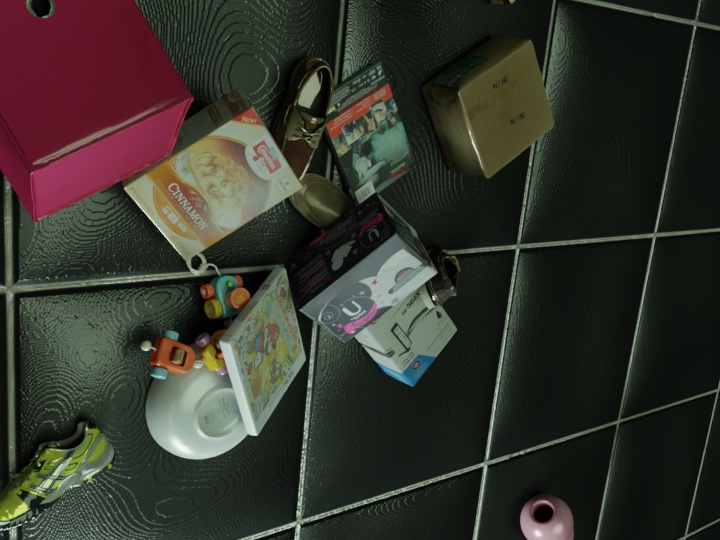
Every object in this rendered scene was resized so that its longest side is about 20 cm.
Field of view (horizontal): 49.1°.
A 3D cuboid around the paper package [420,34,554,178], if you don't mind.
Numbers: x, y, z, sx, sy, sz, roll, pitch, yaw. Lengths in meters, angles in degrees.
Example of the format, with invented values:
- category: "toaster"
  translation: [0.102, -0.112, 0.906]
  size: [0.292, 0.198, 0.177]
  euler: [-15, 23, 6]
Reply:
- category: "paper package"
  translation: [0.233, -0.295, 1.420]
  size: [0.200, 0.103, 0.191]
  euler: [-39, 123, -21]

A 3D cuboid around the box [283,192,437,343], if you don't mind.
- category: "box"
  translation: [0.000, 0.000, 1.273]
  size: [0.200, 0.115, 0.132]
  euler: [-37, 133, 14]

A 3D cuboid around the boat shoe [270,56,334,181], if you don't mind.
- category: "boat shoe"
  translation: [-0.089, -0.225, 1.199]
  size: [0.076, 0.072, 0.201]
  euler: [8, 103, -24]

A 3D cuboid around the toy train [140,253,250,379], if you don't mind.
- category: "toy train"
  translation: [-0.229, 0.077, 1.167]
  size: [0.150, 0.056, 0.201]
  euler: [35, 62, -39]

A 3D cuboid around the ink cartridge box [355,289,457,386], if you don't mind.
- category: "ink cartridge box"
  translation: [0.067, 0.089, 1.430]
  size: [0.146, 0.084, 0.200]
  euler: [-50, 129, -15]

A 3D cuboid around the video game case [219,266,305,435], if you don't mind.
- category: "video game case"
  translation: [-0.148, 0.126, 1.241]
  size: [0.182, 0.023, 0.200]
  euler: [-58, 147, -46]

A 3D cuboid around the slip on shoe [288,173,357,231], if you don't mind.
- category: "slip on shoe"
  translation: [-0.037, -0.090, 1.303]
  size: [0.076, 0.061, 0.200]
  euler: [-54, 129, -10]

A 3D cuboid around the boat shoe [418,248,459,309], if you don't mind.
- category: "boat shoe"
  translation: [0.148, 0.005, 1.409]
  size: [0.059, 0.200, 0.072]
  euler: [-23, 104, 19]

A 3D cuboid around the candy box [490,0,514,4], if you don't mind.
- category: "candy box"
  translation: [0.292, -0.579, 1.401]
  size: [0.200, 0.055, 0.116]
  euler: [-44, 127, -18]

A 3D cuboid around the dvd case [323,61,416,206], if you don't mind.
- category: "dvd case"
  translation: [0.010, -0.226, 1.321]
  size: [0.146, 0.022, 0.200]
  euler: [-38, 123, -22]

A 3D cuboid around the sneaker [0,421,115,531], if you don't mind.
- category: "sneaker"
  translation: [-0.448, 0.285, 1.108]
  size: [0.200, 0.075, 0.077]
  euler: [-34, 116, -37]

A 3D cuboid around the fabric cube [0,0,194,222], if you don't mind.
- category: "fabric cube"
  translation: [-0.336, -0.205, 0.894]
  size: [0.196, 0.200, 0.200]
  euler: [-31, 91, -25]

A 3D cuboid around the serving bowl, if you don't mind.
- category: "serving bowl"
  translation: [-0.234, 0.212, 1.248]
  size: [0.200, 0.066, 0.201]
  euler: [-13, 113, -34]

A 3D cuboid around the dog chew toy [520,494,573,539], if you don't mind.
- category: "dog chew toy"
  translation: [0.458, 0.626, 1.898]
  size: [0.125, 0.124, 0.200]
  euler: [-44, 134, -18]

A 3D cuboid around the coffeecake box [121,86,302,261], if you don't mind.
- category: "coffeecake box"
  translation: [-0.206, -0.132, 1.095]
  size: [0.200, 0.073, 0.154]
  euler: [-32, 133, 0]
